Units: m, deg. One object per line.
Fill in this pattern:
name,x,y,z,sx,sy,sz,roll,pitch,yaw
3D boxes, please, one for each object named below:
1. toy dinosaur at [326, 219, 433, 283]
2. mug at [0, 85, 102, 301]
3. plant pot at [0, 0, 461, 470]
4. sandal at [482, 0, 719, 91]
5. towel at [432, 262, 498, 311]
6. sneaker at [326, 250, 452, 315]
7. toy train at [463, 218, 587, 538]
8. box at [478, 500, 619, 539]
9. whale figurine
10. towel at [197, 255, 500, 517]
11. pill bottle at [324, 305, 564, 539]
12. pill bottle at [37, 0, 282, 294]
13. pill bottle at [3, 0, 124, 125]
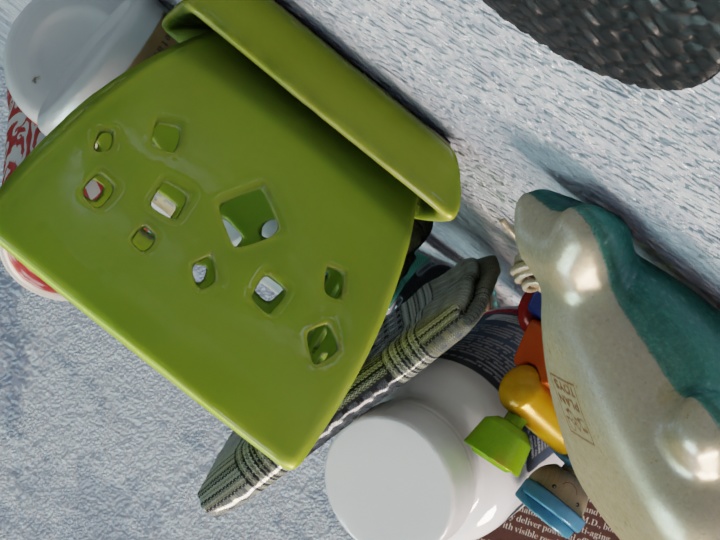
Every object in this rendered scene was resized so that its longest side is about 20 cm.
toy dinosaur,-0.009,0.015,1.365,0.048,0.088,0.200,50,150,5
mug,-0.211,-0.089,1.686,0.134,0.177,0.201,55,-159,-35
plant pot,-0.068,-0.034,1.095,0.200,0.182,0.199,38,176,-9
sandal,0.057,-0.094,0.398,0.075,0.045,0.200,32,161,9
towel,0.077,0.064,1.585,0.200,0.022,0.148,25,134,68
sneaker,0.000,0.000,1.504,0.200,0.074,0.088,41,164,12
toy train,0.100,0.066,1.212,0.200,0.116,0.085,41,174,-39
box,0.140,0.223,1.732,0.163,0.201,0.166,18,173,-1
whale figurine,0.141,0.046,0.949,0.201,0.103,0.159,64,170,-14
towel,-0.004,0.059,1.249,0.035,0.192,0.200,52,-167,-2
pill bottle,0.064,0.103,1.324,0.119,0.120,0.200,36,-151,17
pill bottle,-0.102,-0.078,1.371,0.200,0.115,0.114,39,176,-15
pill bottle,-0.178,-0.127,1.520,0.109,0.110,0.200,36,176,15
